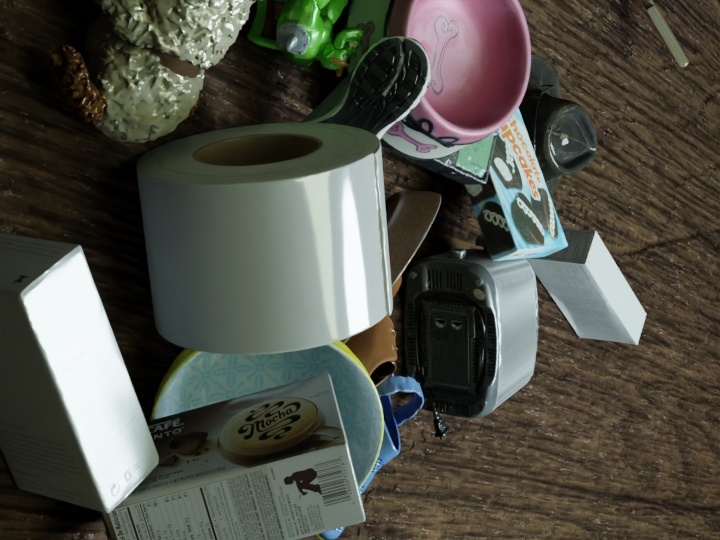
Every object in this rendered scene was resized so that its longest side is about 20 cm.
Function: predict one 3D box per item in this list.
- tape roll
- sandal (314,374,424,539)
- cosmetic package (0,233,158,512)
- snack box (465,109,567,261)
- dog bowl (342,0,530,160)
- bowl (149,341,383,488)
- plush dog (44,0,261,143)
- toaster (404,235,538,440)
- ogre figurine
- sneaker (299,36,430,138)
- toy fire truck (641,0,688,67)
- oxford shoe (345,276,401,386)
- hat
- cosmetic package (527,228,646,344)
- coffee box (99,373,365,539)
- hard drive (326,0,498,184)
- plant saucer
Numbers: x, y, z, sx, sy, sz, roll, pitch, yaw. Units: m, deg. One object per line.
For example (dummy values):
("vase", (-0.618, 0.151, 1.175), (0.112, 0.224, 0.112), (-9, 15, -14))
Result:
("tape roll", (-0.077, -0.032, 1.313), (0.202, 0.201, 0.141), (-28, 118, -51))
("sandal", (0.000, 0.167, 1.573), (0.079, 0.086, 0.202), (42, 64, -53))
("cosmetic package", (-0.231, 0.075, 1.194), (0.074, 0.101, 0.202), (-46, 133, -43))
("snack box", (0.147, -0.111, 1.706), (0.116, 0.037, 0.202), (-5, 74, -56))
("dog bowl", (0.081, -0.208, 1.532), (0.199, 0.073, 0.202), (-1, 91, -40))
("bowl", (-0.085, 0.114, 1.392), (0.108, 0.198, 0.202), (-108, -175, -63))
("plush dog", (-0.152, -0.178, 1.242), (0.199, 0.160, 0.173), (5, 116, -57))
("toaster", (0.121, 0.068, 1.710), (0.129, 0.113, 0.202), (-21, 112, -55))
("ogre figurine", (-0.037, -0.239, 1.410), (0.097, 0.200, 0.121), (24, 91, -19))
("sneaker", (-0.009, -0.130, 1.442), (0.074, 0.200, 0.079), (45, 17, -5))
("toy fire truck", (0.398, -0.368, 2.047), (0.175, 0.128, 0.202), (-4, 111, -56))
("oxford shoe", (0.008, 0.068, 1.555), (0.072, 0.071, 0.201), (99, 13, -48))
("hat", (0.222, -0.152, 1.844), (0.200, 0.080, 0.203), (-15, 107, -55))
("cosmetic package", (0.276, 0.019, 1.960), (0.200, 0.082, 0.051), (50, 56, -49))
("coffee box", (-0.105, 0.165, 1.290), (0.113, 0.198, 0.080), (-107, -177, -64))
("hard drive", (0.059, -0.180, 1.584), (0.199, 0.038, 0.141), (20, 78, -37))
("plant saucer", (0.000, 0.000, 1.483), (0.034, 0.200, 0.201), (37, 58, -10))
